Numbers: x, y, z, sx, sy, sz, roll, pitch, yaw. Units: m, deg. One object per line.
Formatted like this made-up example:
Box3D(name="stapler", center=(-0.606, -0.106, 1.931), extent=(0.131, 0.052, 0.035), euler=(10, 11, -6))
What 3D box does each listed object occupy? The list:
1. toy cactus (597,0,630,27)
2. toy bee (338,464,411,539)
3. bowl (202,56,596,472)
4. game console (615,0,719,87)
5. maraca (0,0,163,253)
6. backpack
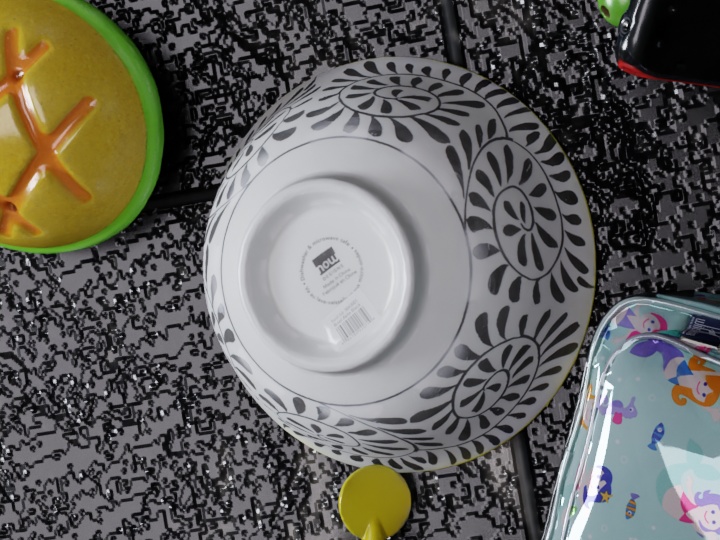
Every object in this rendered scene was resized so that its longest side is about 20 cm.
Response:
Box3D(name="toy cactus", center=(0.158, -0.205, 1.283), extent=(0.165, 0.102, 0.200), euler=(44, 111, 34))
Box3D(name="toy bee", center=(0.023, 0.170, 1.353), extent=(0.200, 0.109, 0.131), euler=(33, 115, 42))
Box3D(name="bowl", center=(0.000, 0.000, 1.344), extent=(0.201, 0.094, 0.201), euler=(1, 94, 23))
Box3D(name="game console", center=(0.204, -0.166, 1.212), extent=(0.031, 0.177, 0.200), euler=(42, 120, 55))
Box3D(name="maraca", center=(-0.184, -0.080, 1.405), extent=(0.200, 0.107, 0.137), euler=(13, 108, 22))
Box3D(name="backpack", center=(0.183, 0.107, 1.254), extent=(0.200, 0.151, 0.178), euler=(17, 98, 15))
